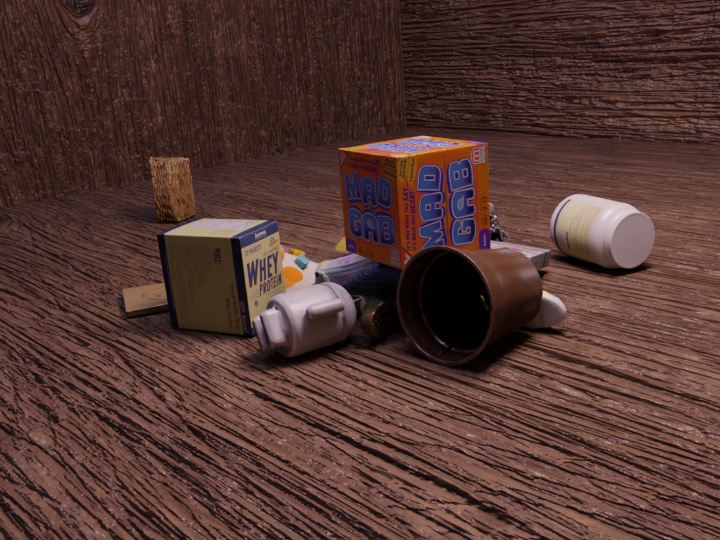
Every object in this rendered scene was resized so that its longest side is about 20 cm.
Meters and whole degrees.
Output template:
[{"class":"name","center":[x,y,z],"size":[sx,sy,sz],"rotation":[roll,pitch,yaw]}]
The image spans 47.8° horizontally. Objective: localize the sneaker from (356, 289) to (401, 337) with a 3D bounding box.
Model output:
[{"class":"sneaker","center":[0.029,0.080,1.536],"size":[0.090,0.067,0.200],"rotation":[3,13,27]}]

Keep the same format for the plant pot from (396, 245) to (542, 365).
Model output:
[{"class":"plant pot","center":[0.202,0.044,1.407],"size":[0.200,0.201,0.198],"rotation":[11,16,42]}]

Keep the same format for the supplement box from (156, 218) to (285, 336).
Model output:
[{"class":"supplement box","center":[-0.271,0.008,1.616],"size":[0.199,0.200,0.134],"rotation":[3,19,27]}]

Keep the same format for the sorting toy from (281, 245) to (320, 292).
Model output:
[{"class":"sorting toy","center":[-0.148,-0.004,1.853],"size":[0.180,0.107,0.200],"rotation":[7,7,-36]}]

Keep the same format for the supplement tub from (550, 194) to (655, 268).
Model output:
[{"class":"supplement tub","center":[0.534,-0.086,1.803],"size":[0.145,0.145,0.200],"rotation":[-12,18,-22]}]

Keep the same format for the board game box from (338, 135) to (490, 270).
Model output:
[{"class":"board game box","center":[0.099,-0.132,1.503],"size":[0.200,0.200,0.200],"rotation":[-13,18,-28]}]

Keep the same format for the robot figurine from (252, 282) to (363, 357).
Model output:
[{"class":"robot figurine","center":[-0.090,0.086,1.457],"size":[0.200,0.113,0.170],"rotation":[-15,-6,-32]}]

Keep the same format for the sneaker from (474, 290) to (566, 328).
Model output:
[{"class":"sneaker","center":[0.308,0.054,1.522],"size":[0.200,0.076,0.105],"rotation":[9,21,41]}]

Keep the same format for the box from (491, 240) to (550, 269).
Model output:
[{"class":"box","center":[0.305,-0.031,1.725],"size":[0.156,0.041,0.200],"rotation":[11,11,24]}]

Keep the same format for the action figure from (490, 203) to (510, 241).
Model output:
[{"class":"action figure","center":[0.293,-0.122,2.073],"size":[0.119,0.102,0.200],"rotation":[-5,10,-45]}]

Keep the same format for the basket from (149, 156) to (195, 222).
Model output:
[{"class":"basket","center":[-0.633,-0.257,2.607],"size":[0.149,0.200,0.143],"rotation":[4,20,20]}]

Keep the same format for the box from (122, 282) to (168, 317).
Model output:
[{"class":"box","center":[-0.424,0.056,1.812],"size":[0.200,0.021,0.163],"rotation":[-9,17,-16]}]

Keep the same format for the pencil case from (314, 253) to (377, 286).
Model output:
[{"class":"pencil case","center":[0.000,0.000,1.672],"size":[0.200,0.083,0.091],"rotation":[-15,-35,37]}]

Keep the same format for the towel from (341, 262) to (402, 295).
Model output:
[{"class":"towel","center":[0.054,0.025,1.577],"size":[0.145,0.024,0.200],"rotation":[5,-18,-24]}]

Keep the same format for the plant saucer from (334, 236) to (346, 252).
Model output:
[{"class":"plant saucer","center":[0.065,-0.074,1.990],"size":[0.200,0.049,0.200],"rotation":[12,16,19]}]

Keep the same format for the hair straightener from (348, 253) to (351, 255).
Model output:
[{"class":"hair straightener","center":[0.005,-0.016,1.925],"size":[0.077,0.041,0.200],"rotation":[7,12,0]}]
